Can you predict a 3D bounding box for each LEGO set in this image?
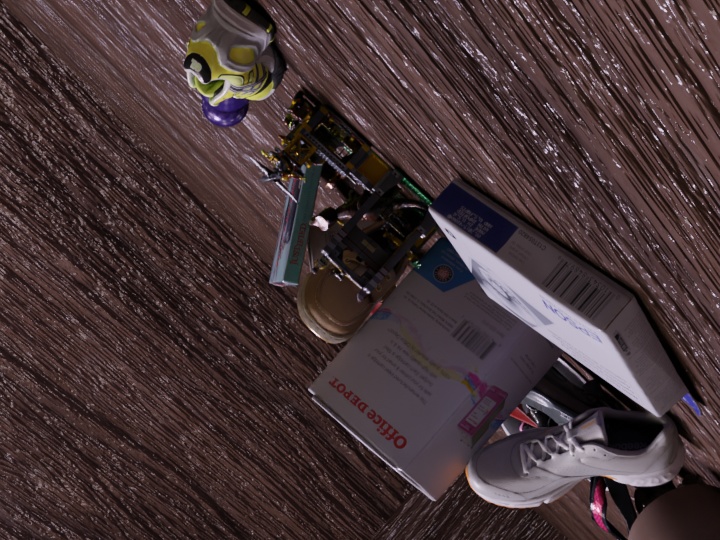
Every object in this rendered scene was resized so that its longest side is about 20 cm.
[{"bbox_3d":[-0.023,-0.054,1.407,0.200,0.116,0.154,43,175,-10],"label":"LEGO set"}]

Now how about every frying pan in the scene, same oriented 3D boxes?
[{"bbox_3d":[0.174,0.086,1.612,0.190,0.031,0.115,38,171,16],"label":"frying pan"}]

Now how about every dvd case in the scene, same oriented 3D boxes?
[{"bbox_3d":[-0.071,-0.054,1.674,0.022,0.146,0.200,12,178,-6],"label":"dvd case"}]

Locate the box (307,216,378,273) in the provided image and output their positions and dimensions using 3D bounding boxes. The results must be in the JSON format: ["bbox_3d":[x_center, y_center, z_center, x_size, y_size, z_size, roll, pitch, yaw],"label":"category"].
[{"bbox_3d":[-0.012,-0.011,1.759,0.200,0.082,0.069,63,-160,-77],"label":"box"}]

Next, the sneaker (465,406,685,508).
[{"bbox_3d":[0.191,0.157,1.388,0.092,0.199,0.076,70,-170,-57],"label":"sneaker"}]

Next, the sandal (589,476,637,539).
[{"bbox_3d":[0.248,0.220,1.568,0.075,0.045,0.200,-88,-22,-73],"label":"sandal"}]

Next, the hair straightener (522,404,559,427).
[{"bbox_3d":[0.150,0.097,1.560,0.200,0.041,0.077,62,166,-11],"label":"hair straightener"}]

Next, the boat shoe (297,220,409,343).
[{"bbox_3d":[0.000,0.000,1.497,0.074,0.069,0.200,41,-148,-4],"label":"boat shoe"}]

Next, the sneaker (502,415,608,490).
[{"bbox_3d":[0.223,0.179,1.785,0.200,0.071,0.099,27,163,48],"label":"sneaker"}]

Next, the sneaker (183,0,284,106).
[{"bbox_3d":[-0.116,-0.180,1.315,0.075,0.076,0.200,39,175,9],"label":"sneaker"}]

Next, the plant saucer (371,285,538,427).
[{"bbox_3d":[0.097,0.082,1.678,0.200,0.037,0.200,42,171,-20],"label":"plant saucer"}]

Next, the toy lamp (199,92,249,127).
[{"bbox_3d":[-0.136,-0.180,1.550,0.058,0.058,0.200,42,175,-2],"label":"toy lamp"}]

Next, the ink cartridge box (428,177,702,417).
[{"bbox_3d":[0.161,0.033,1.203,0.200,0.041,0.200,38,173,41],"label":"ink cartridge box"}]

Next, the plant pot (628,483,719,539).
[{"bbox_3d":[0.329,0.296,1.417,0.200,0.200,0.175,46,-170,-35],"label":"plant pot"}]

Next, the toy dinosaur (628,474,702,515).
[{"bbox_3d":[0.312,0.240,1.575,0.200,0.077,0.102,30,154,48],"label":"toy dinosaur"}]

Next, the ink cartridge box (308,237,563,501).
[{"bbox_3d":[0.072,0.093,1.449,0.144,0.200,0.085,38,173,38],"label":"ink cartridge box"}]

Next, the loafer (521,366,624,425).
[{"bbox_3d":[0.203,0.118,1.487,0.200,0.063,0.072,30,170,10],"label":"loafer"}]
